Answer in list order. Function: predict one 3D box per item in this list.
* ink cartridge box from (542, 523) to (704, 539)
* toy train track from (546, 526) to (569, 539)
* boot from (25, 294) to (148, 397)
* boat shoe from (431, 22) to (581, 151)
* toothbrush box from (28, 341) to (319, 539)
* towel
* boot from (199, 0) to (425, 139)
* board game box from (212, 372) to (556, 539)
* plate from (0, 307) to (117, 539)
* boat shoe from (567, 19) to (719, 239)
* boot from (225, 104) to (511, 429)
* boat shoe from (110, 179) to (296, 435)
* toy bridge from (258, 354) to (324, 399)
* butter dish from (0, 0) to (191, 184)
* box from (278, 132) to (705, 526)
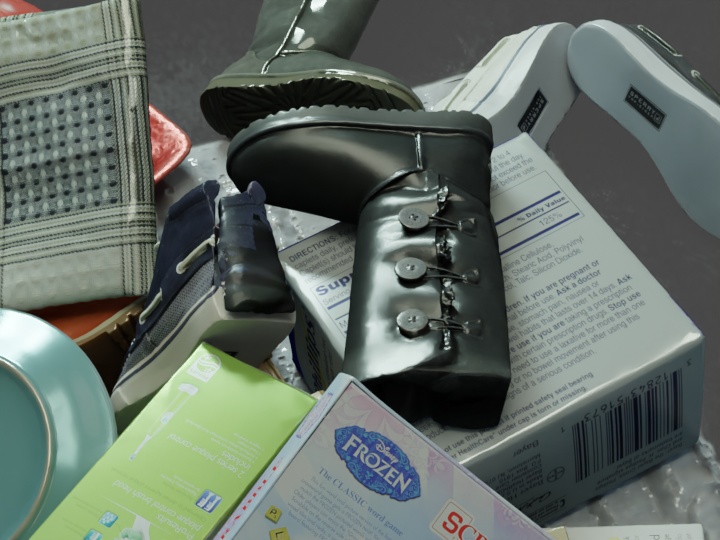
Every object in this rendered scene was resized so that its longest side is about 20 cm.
[{"bbox_3d":[0.089,0.204,1.116,0.199,0.067,0.118,-3,50,5],"label":"ink cartridge box"},{"bbox_3d":[0.018,0.181,1.084,0.199,0.033,0.115,-19,55,5],"label":"toy train track"},{"bbox_3d":[-0.171,0.031,1.301,0.199,0.075,0.107,-25,46,-12],"label":"boot"},{"bbox_3d":[0.078,-0.092,1.386,0.070,0.071,0.200,0,47,45],"label":"boat shoe"},{"bbox_3d":[-0.102,0.165,1.125,0.086,0.146,0.200,26,56,26],"label":"toothbrush box"},{"bbox_3d":[-0.222,-0.067,1.280,0.199,0.035,0.194,-7,82,19],"label":"towel"},{"bbox_3d":[-0.007,-0.173,1.458,0.181,0.073,0.200,11,45,24],"label":"boot"},{"bbox_3d":[0.009,0.189,1.020,0.200,0.041,0.200,39,85,-9],"label":"board game box"},{"bbox_3d":[-0.238,0.115,1.215,0.199,0.026,0.201,-6,71,16],"label":"plate"},{"bbox_3d":[0.220,-0.095,1.365,0.066,0.070,0.200,-15,50,-41],"label":"boat shoe"},{"bbox_3d":[0.001,0.000,1.177,0.164,0.066,0.201,-5,54,7],"label":"boot"},{"bbox_3d":[-0.098,0.023,1.215,0.074,0.200,0.093,4,62,-30],"label":"boat shoe"},{"bbox_3d":[-0.022,0.103,1.217,0.027,0.067,0.200,-28,43,-17],"label":"toy bridge"},{"bbox_3d":[-0.249,-0.112,1.384,0.200,0.148,0.199,-39,54,-23],"label":"butter dish"},{"bbox_3d":[0.074,0.046,1.231,0.183,0.105,0.200,-26,51,-14],"label":"box"}]
